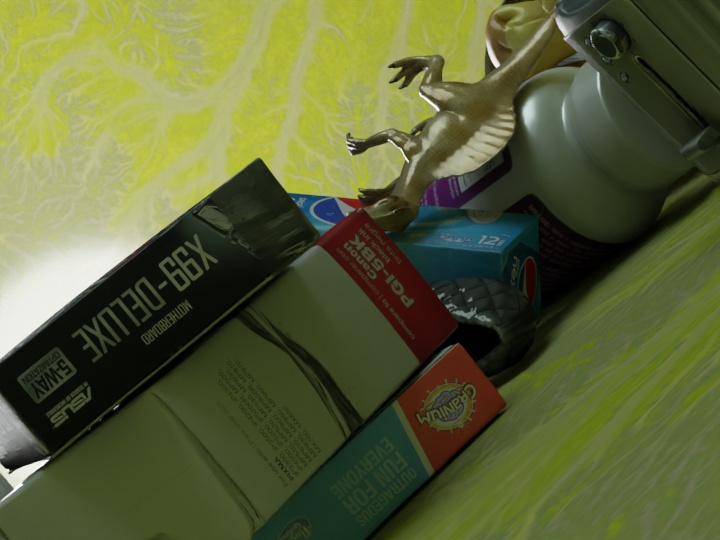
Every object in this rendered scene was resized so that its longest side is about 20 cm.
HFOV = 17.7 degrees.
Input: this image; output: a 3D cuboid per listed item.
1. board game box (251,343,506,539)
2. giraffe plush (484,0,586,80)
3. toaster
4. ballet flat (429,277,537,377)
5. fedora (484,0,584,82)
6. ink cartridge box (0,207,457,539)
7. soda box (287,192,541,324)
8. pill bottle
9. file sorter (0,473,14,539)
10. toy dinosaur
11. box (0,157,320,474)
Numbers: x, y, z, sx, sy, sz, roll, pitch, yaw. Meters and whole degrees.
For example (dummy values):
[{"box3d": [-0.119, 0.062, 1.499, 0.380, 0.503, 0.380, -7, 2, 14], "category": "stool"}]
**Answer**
[{"box3d": [-0.028, 0.120, 1.178, 0.153, 0.040, 0.200, -41, 3, -28], "category": "board game box"}, {"box3d": [0.208, -0.167, 1.530, 0.200, 0.173, 0.162, -26, 8, 43], "category": "giraffe plush"}, {"box3d": [0.202, -0.136, 1.118, 0.200, 0.129, 0.114, -41, 3, -28], "category": "toaster"}, {"box3d": [-0.001, 0.042, 1.258, 0.200, 0.067, 0.057, -15, 1, 21], "category": "ballet flat"}, {"box3d": [0.182, -0.138, 1.658, 0.090, 0.177, 0.200, 0, 7, 38], "category": "fedora"}, {"box3d": [-0.064, 0.072, 1.120, 0.147, 0.083, 0.200, -37, 3, 38], "category": "ink cartridge box"}, {"box3d": [0.000, 0.000, 1.323, 0.200, 0.068, 0.064, 6, 23, 22], "category": "soda box"}, {"box3d": [0.109, -0.050, 1.359, 0.200, 0.112, 0.112, -37, 4, 45], "category": "pill bottle"}, {"box3d": [-0.221, 0.220, 1.158, 0.125, 0.139, 0.200, -41, 1, 26], "category": "file sorter"}, {"box3d": [0.057, -0.087, 1.319, 0.200, 0.058, 0.101, -50, 34, -14], "category": "toy dinosaur"}, {"box3d": [-0.112, 0.026, 1.100, 0.158, 0.050, 0.200, -39, 4, -16], "category": "box"}]
